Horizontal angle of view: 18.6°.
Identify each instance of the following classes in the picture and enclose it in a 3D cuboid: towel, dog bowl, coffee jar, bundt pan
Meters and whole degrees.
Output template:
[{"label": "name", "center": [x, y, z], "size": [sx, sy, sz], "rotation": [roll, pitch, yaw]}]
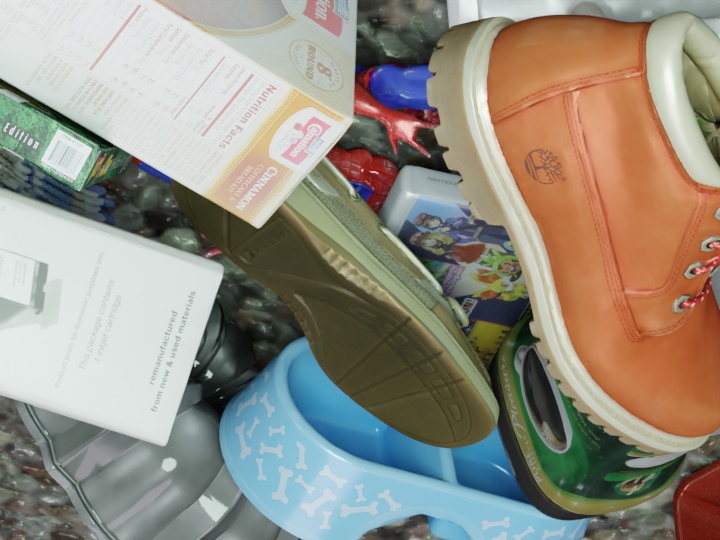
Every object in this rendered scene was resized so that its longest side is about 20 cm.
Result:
[{"label": "towel", "center": [-0.208, -0.061, 1.004], "size": [0.146, 0.024, 0.200], "rotation": [16, 175, 17]}, {"label": "dog bowl", "center": [0.031, 0.091, 1.086], "size": [0.199, 0.112, 0.050], "rotation": [16, 127, -19]}, {"label": "coffee jar", "center": [0.124, 0.043, 0.989], "size": [0.085, 0.105, 0.200], "rotation": [-12, 163, -19]}, {"label": "bundt pan", "center": [-0.094, 0.076, 1.143], "size": [0.076, 0.202, 0.202], "rotation": [-35, 125, 15]}]

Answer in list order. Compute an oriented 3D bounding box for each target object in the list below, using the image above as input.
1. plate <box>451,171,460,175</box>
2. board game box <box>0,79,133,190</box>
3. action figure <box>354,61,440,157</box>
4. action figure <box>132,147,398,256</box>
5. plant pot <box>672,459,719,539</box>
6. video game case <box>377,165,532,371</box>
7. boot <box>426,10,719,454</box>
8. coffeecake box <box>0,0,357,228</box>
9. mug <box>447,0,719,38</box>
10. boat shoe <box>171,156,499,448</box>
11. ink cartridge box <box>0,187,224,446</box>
[{"label": "plate", "center": [0.135, 0.013, 1.135], "size": [0.199, 0.032, 0.200], "rotation": [10, 140, 1]}, {"label": "board game box", "center": [-0.150, -0.072, 0.948], "size": [0.104, 0.200, 0.024], "rotation": [32, 93, -4]}, {"label": "action figure", "center": [0.022, -0.083, 1.024], "size": [0.199, 0.065, 0.052], "rotation": [1, 102, 12]}, {"label": "action figure", "center": [-0.051, -0.043, 1.091], "size": [0.199, 0.052, 0.066], "rotation": [15, 135, -8]}, {"label": "plant pot", "center": [0.309, 0.192, 1.193], "size": [0.176, 0.201, 0.200], "rotation": [22, 140, -31]}, {"label": "video game case", "center": [0.075, 0.032, 1.111], "size": [0.181, 0.023, 0.200], "rotation": [12, 141, -14]}, {"label": "boot", "center": [0.112, -0.010, 0.801], "size": [0.107, 0.075, 0.200], "rotation": [-8, 129, 33]}, {"label": "coffeecake box", "center": [-0.100, -0.132, 0.918], "size": [0.199, 0.154, 0.073], "rotation": [30, 124, -22]}, {"label": "mug", "center": [0.129, -0.103, 0.880], "size": [0.174, 0.200, 0.149], "rotation": [-5, 104, -2]}, {"label": "boat shoe", "center": [-0.002, 0.000, 1.023], "size": [0.201, 0.063, 0.073], "rotation": [44, 137, -16]}, {"label": "ink cartridge box", "center": [-0.176, 0.003, 0.958], "size": [0.199, 0.083, 0.147], "rotation": [19, 176, -15]}]
